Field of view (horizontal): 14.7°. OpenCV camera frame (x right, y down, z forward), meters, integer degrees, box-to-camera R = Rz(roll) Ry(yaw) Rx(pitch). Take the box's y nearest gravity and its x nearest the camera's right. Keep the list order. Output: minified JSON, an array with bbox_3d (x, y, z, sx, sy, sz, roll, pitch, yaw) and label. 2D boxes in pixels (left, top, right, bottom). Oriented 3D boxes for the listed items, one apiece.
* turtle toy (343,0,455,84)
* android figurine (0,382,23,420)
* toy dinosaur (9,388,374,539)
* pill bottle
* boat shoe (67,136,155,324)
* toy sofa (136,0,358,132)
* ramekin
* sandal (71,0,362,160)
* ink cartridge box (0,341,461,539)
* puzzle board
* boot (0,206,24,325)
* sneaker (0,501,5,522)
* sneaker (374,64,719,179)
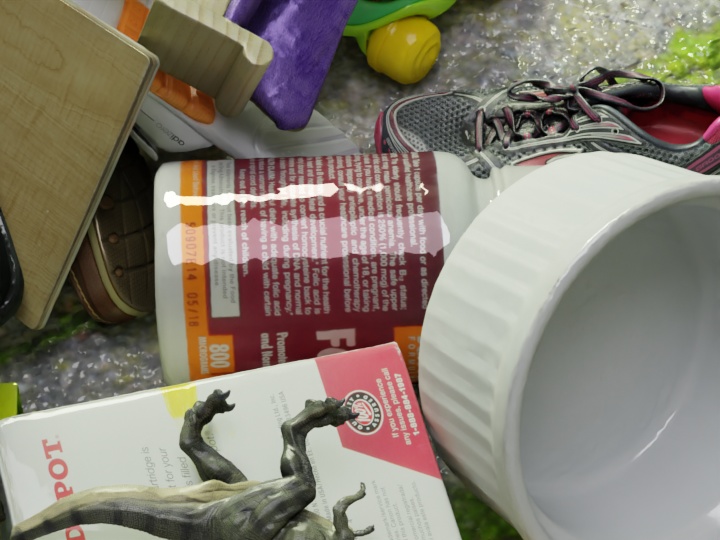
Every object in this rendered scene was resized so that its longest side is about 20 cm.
[{"bbox_3d":[0.018,-0.206,1.516,0.145,0.101,0.200,33,63,20],"label":"turtle toy"},{"bbox_3d":[-0.226,0.114,1.344,0.198,0.041,0.183,-1,57,-2],"label":"android figurine"},{"bbox_3d":[-0.049,0.098,1.231,0.198,0.048,0.089,12,68,0],"label":"toy dinosaur"},{"bbox_3d":[0.000,0.000,1.373,0.198,0.114,0.115,-2,56,-1],"label":"pill bottle"},{"bbox_3d":[-0.156,-0.055,1.446,0.067,0.072,0.201,-30,65,20],"label":"boat shoe"},{"bbox_3d":[-0.027,-0.176,1.394,0.097,0.083,0.201,28,70,-5],"label":"toy sofa"},{"bbox_3d":[0.122,0.042,1.295,0.200,0.201,0.098,-34,33,-20],"label":"ramekin"},{"bbox_3d":[-0.087,-0.080,1.445,0.206,0.059,0.079,39,35,-8],"label":"sandal"},{"bbox_3d":[-0.062,0.130,1.284,0.198,0.084,0.146,-10,64,-16],"label":"ink cartridge box"},{"bbox_3d":[-0.199,-0.084,1.420,0.199,0.017,0.152,34,107,30],"label":"puzzle board"},{"bbox_3d":[-0.221,-0.072,1.320,0.076,0.168,0.201,-22,78,-5],"label":"boot"},{"bbox_3d":[-0.228,0.064,1.277,0.078,0.076,0.200,-24,30,-12],"label":"sneaker"},{"bbox_3d":[0.106,-0.074,1.445,0.198,0.075,0.081,1,56,2],"label":"sneaker"}]
